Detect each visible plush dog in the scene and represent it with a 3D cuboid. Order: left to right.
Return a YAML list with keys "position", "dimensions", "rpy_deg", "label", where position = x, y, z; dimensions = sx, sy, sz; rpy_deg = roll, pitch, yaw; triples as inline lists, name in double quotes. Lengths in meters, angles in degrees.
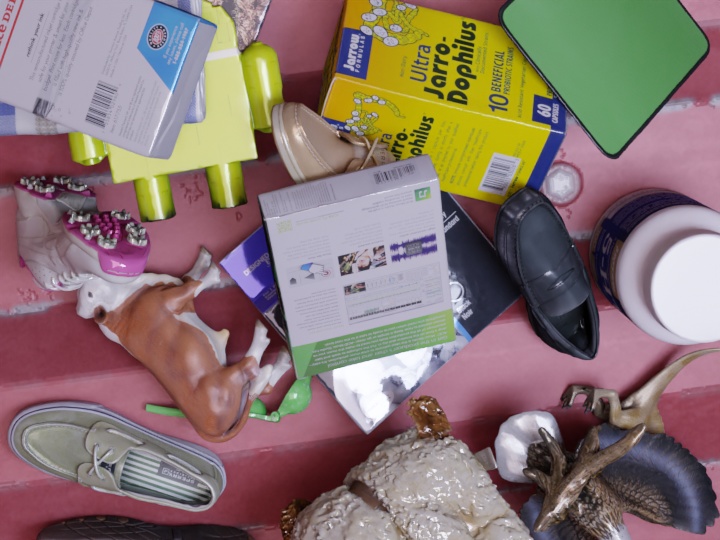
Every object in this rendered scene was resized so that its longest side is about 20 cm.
- position: [0.022, 0.212, 1.635]
  dimensions: [0.172, 0.200, 0.161]
  rpy_deg: [-37, 128, -20]
  label: "plush dog"

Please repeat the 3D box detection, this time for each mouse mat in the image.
- position: [0.212, -0.203, 1.643]
  dimensions: [0.161, 0.008, 0.200]
  rpy_deg: [51, 52, -8]
  label: "mouse mat"

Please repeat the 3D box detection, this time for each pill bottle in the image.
- position: [0.271, -0.001, 1.646]
  dimensions: [0.120, 0.200, 0.120]
  rpy_deg: [-1, 99, -4]
  label: "pill bottle"

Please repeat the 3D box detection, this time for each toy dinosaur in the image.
- position: [0.238, 0.133, 1.748]
  dimensions: [0.101, 0.058, 0.200]
  rpy_deg: [21, 105, -22]
  label: "toy dinosaur"

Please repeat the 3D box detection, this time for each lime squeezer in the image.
- position: [-0.090, 0.106, 1.721]
  dimensions: [0.200, 0.038, 0.071]
  rpy_deg: [-28, 100, 2]
  label: "lime squeezer"

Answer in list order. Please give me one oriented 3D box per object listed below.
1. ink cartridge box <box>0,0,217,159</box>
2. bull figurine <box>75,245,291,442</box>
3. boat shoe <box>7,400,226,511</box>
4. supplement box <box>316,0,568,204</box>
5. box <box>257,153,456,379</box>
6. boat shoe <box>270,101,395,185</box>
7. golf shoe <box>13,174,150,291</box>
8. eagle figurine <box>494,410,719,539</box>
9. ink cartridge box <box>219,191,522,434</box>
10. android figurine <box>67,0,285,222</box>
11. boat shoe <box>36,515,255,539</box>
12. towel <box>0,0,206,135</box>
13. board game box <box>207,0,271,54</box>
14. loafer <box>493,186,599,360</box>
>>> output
- position: [-0.227, -0.175, 1.496]
  dimensions: [0.200, 0.068, 0.116]
  rpy_deg: [22, 96, 7]
  label: "ink cartridge box"
- position: [-0.156, 0.053, 1.687]
  dimensions: [0.121, 0.065, 0.200]
  rpy_deg: [-39, 91, 0]
  label: "bull figurine"
- position: [-0.215, 0.164, 1.708]
  dimensions: [0.200, 0.062, 0.072]
  rpy_deg: [14, 98, -5]
  label: "boat shoe"
- position: [0.068, -0.144, 1.634]
  dimensions: [0.200, 0.109, 0.110]
  rpy_deg: [13, 142, -6]
  label: "supplement box"
- position: [0.000, 0.000, 1.592]
  dimensions: [0.144, 0.036, 0.200]
  rpy_deg: [-13, 135, -5]
  label: "box"
- position: [0.000, -0.079, 1.590]
  dimensions: [0.069, 0.074, 0.200]
  rpy_deg: [-21, 138, 23]
  label: "boat shoe"
- position: [-0.236, -0.015, 1.624]
  dimensions: [0.075, 0.200, 0.092]
  rpy_deg: [2, 108, -32]
  label: "golf shoe"
- position: [0.213, 0.209, 1.688]
  dimensions: [0.152, 0.200, 0.151]
  rpy_deg: [-6, 71, 26]
  label: "eagle figurine"
- position: [0.013, 0.005, 1.696]
  dimensions: [0.198, 0.043, 0.200]
  rpy_deg: [-42, 98, -6]
  label: "ink cartridge box"
- position: [-0.154, -0.144, 1.578]
  dimensions: [0.182, 0.041, 0.200]
  rpy_deg: [-9, 101, -2]
  label: "android figurine"
- position: [-0.192, 0.266, 1.722]
  dimensions: [0.200, 0.076, 0.072]
  rpy_deg: [6, 101, -3]
  label: "boat shoe"
- position: [-0.221, -0.183, 1.541]
  dimensions: [0.200, 0.024, 0.147]
  rpy_deg: [-4, 91, 9]
  label: "towel"
- position: [-0.194, -0.198, 1.635]
  dimensions: [0.200, 0.097, 0.160]
  rpy_deg: [19, 97, -7]
  label: "board game box"
- position: [0.168, 0.005, 1.657]
  dimensions: [0.068, 0.070, 0.201]
  rpy_deg: [-39, 139, -12]
  label: "loafer"
